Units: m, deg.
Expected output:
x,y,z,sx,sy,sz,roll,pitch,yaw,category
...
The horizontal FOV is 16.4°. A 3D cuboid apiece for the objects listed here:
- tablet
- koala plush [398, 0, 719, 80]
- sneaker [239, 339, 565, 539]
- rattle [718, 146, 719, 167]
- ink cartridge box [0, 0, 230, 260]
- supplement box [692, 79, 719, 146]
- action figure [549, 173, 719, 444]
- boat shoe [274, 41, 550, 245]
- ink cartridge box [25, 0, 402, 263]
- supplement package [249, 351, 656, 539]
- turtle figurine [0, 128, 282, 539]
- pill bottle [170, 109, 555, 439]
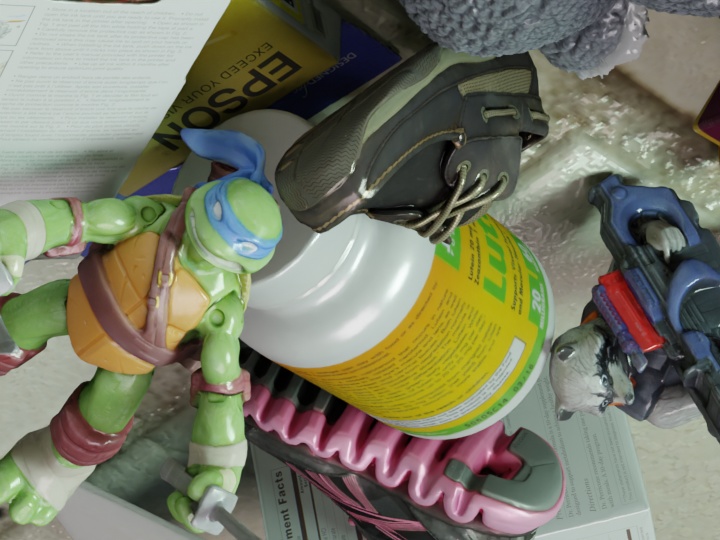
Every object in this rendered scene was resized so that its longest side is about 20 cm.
x,y,z,sx,sy,sz,roll,pitch,yaw,category
-0.085,0.168,1.328,0.200,0.014,0.130,21,154,35,tablet
0.075,-0.146,0.948,0.177,0.184,0.200,14,149,-29,koala plush
0.003,0.101,1.253,0.200,0.079,0.095,26,133,18,sneaker
0.269,-0.095,1.141,0.200,0.130,0.143,-39,155,-7,rattle
-0.133,-0.075,0.980,0.109,0.050,0.200,-1,148,-30,ink cartridge box
0.216,-0.068,0.919,0.131,0.103,0.200,31,178,0,supplement box
0.182,0.051,1.205,0.193,0.200,0.105,-4,141,-20,action figure
0.034,-0.053,1.038,0.074,0.073,0.200,-34,-177,34,boat shoe
-0.113,-0.075,1.085,0.198,0.047,0.200,-31,138,25,ink cartridge box
0.053,0.131,1.350,0.200,0.110,0.114,-13,145,3,supplement package
-0.116,0.046,0.987,0.144,0.200,0.194,20,146,-30,turtle figurine
0.000,0.000,1.134,0.111,0.111,0.200,-26,151,19,pill bottle
